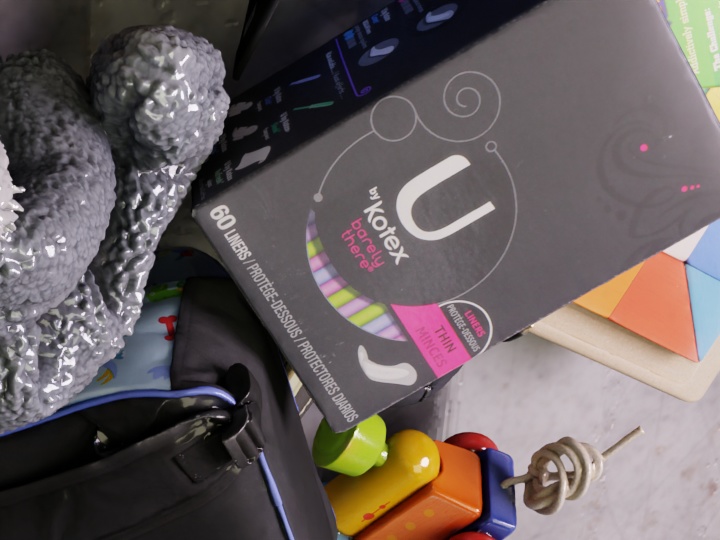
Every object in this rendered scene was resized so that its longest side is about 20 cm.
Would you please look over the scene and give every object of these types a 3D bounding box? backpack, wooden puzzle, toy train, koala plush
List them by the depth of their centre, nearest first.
[{"bbox_3d":[-0.161,-0.035,0.655,0.200,0.177,0.185,51,54,-77],"label":"koala plush"},{"bbox_3d":[-0.121,0.096,0.826,0.199,0.147,0.184,-13,124,8],"label":"backpack"},{"bbox_3d":[0.152,-0.036,0.923,0.199,0.037,0.185,22,105,-33],"label":"wooden puzzle"},{"bbox_3d":[0.028,0.098,0.939,0.116,0.085,0.200,35,124,-27],"label":"toy train"}]

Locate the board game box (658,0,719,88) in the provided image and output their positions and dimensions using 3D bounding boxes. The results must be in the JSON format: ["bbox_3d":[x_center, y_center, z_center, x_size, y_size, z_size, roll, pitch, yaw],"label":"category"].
[{"bbox_3d":[0.171,-0.132,0.848,0.199,0.030,0.096,-7,114,-14],"label":"board game box"}]

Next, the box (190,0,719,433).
[{"bbox_3d":[0.041,-0.045,0.787,0.199,0.106,0.122,-31,113,6],"label":"box"}]

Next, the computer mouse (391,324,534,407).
[{"bbox_3d":[0.043,0.041,0.894,0.058,0.200,0.034,-14,85,-16],"label":"computer mouse"}]

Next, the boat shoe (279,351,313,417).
[{"bbox_3d":[0.000,-0.001,0.909,0.066,0.072,0.202,22,98,-33],"label":"boat shoe"}]

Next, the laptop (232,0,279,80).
[{"bbox_3d":[0.034,-0.184,0.752,0.199,0.177,0.104,-21,80,-21],"label":"laptop"}]
